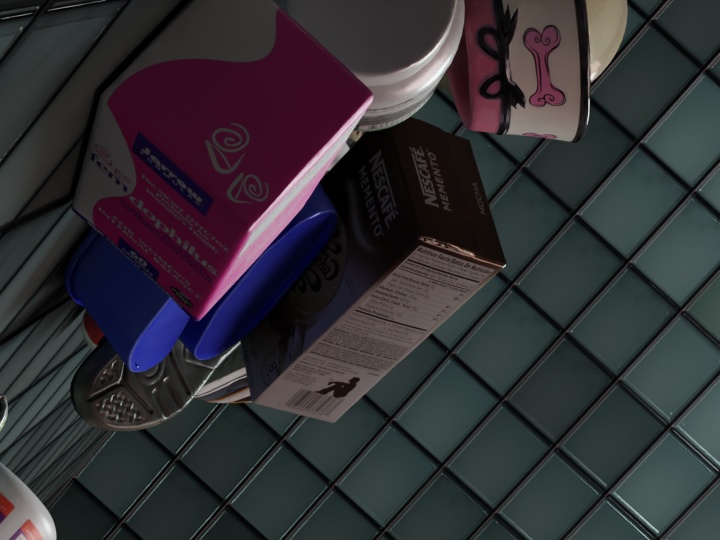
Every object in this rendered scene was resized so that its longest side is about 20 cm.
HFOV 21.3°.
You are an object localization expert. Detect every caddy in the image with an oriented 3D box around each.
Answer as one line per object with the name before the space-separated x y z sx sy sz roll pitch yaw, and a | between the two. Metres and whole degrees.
caddy | -0.111 -0.025 1.276 0.141 0.105 0.200 -7 145 -51

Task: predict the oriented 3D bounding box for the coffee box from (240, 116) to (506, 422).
coffee box | 0.000 0.000 1.323 0.200 0.079 0.114 -45 -136 35

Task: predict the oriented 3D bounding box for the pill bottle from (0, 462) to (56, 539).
pill bottle | -0.330 0.237 1.440 0.200 0.112 0.112 -48 180 -26

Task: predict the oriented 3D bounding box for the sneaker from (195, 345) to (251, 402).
sneaker | -0.058 0.051 1.490 0.199 0.079 0.079 -16 162 25

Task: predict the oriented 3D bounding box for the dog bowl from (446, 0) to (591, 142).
dog bowl | 0.089 -0.176 1.205 0.073 0.202 0.200 -9 178 -3

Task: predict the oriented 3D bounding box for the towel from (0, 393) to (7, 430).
towel | -0.312 0.167 1.276 0.171 0.048 0.200 -48 180 -32

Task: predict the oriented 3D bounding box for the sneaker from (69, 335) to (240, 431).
sneaker | -0.163 0.054 1.401 0.113 0.077 0.199 -3 -151 35

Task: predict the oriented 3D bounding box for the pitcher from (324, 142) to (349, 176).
pitcher | -0.041 -0.064 1.452 0.200 0.170 0.123 -25 115 -83

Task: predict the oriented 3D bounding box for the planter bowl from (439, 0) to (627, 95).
planter bowl | 0.134 -0.263 1.699 0.200 0.200 0.135 -49 153 -15

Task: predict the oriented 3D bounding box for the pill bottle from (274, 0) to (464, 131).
pill bottle | 0.003 -0.148 1.132 0.113 0.113 0.200 -49 180 -3

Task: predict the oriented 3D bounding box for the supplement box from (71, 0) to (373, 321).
supplement box | -0.079 -0.062 1.014 0.103 0.101 0.200 -48 179 -20

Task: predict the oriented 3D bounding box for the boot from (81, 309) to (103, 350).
boot | -0.140 -0.019 1.550 0.200 0.072 0.144 -45 177 -22

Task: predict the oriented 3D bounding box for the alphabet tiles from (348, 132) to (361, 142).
alphabet tiles | 0.021 -0.191 1.324 0.167 0.007 0.202 10 101 -82
